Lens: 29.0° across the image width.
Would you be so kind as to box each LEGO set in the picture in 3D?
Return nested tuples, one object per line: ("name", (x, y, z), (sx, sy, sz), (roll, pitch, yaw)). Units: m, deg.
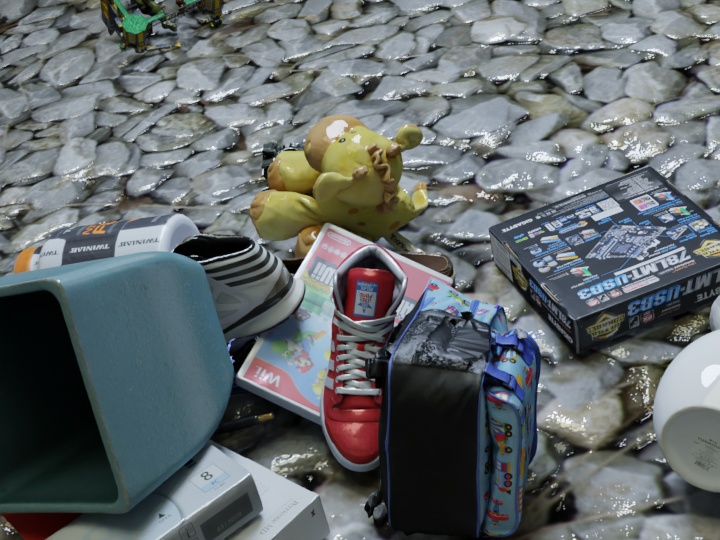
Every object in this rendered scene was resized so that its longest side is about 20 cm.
("LEGO set", (-0.304, -0.393, 2.116), (0.200, 0.116, 0.154), (-36, 70, -23))

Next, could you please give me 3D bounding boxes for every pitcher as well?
("pitcher", (0.344, 0.108, 1.160), (0.171, 0.122, 0.200), (23, 35, 21))

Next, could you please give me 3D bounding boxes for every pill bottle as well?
("pill bottle", (-0.276, 0.001, 1.512), (0.199, 0.106, 0.106), (-6, 35, 20))

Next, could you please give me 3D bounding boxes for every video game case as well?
("video game case", (-0.013, 0.058, 1.338), (0.143, 0.017, 0.200), (24, 58, 7))

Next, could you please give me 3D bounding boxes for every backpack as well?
("backpack", (0.086, 0.109, 1.191), (0.134, 0.183, 0.200), (5, 26, 12))

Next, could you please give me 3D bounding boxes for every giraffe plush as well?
("giraffe plush", (-0.012, -0.092, 1.453), (0.200, 0.162, 0.173), (22, 66, 11))

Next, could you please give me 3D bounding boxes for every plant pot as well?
("plant pot", (-0.223, 0.080, 1.206), (0.196, 0.196, 0.200), (-8, 12, 39))

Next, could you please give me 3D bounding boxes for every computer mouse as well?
("computer mouse", (-0.084, 0.089, 1.343), (0.199, 0.046, 0.141), (-12, 36, -3))

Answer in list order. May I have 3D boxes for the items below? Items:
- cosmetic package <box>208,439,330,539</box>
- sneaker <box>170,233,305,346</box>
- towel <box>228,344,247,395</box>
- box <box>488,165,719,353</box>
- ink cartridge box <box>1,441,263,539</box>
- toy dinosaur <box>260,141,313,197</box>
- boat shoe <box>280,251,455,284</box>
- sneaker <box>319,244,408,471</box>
("cosmetic package", (-0.148, 0.242, 1.182), (0.151, 0.052, 0.200), (18, 45, 42))
("sneaker", (-0.163, 0.027, 1.321), (0.200, 0.115, 0.076), (-30, 31, 19))
("towel", (-0.092, 0.053, 1.455), (0.144, 0.024, 0.200), (-13, 34, 0))
("box", (0.259, -0.016, 1.408), (0.199, 0.050, 0.199), (-21, 36, -11))
("ink cartridge box", (-0.204, 0.192, 1.188), (0.160, 0.047, 0.200), (-34, 38, -26))
("toy dinosaur", (-0.048, -0.097, 1.618), (0.135, 0.102, 0.200), (3, 17, -2))
("boat shoe", (0.002, 0.003, 1.429), (0.202, 0.075, 0.075), (-12, 34, -14))
("sneaker", (0.003, 0.072, 1.253), (0.071, 0.113, 0.201), (3, 58, -4))
